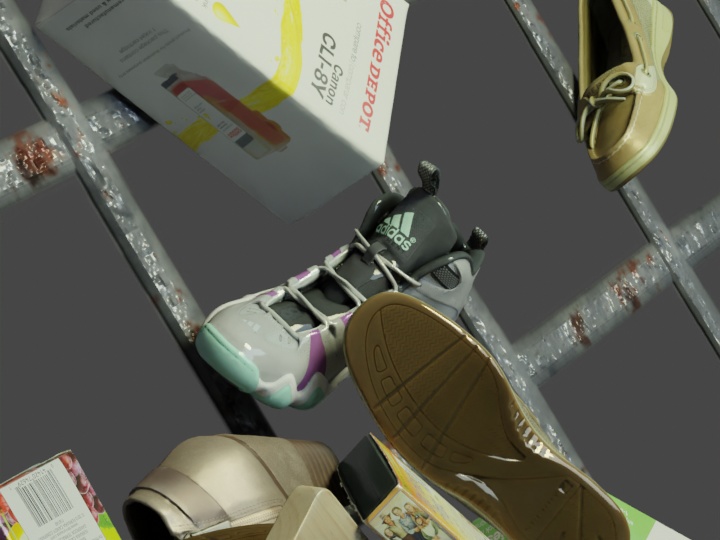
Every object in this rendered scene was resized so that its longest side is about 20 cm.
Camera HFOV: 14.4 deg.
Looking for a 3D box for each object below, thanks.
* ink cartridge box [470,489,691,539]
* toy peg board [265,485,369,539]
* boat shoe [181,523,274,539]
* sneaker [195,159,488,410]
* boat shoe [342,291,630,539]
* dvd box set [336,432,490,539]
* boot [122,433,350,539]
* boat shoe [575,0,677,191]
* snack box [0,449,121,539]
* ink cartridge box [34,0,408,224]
[{"bbox_3d":[0.140,0.238,1.617,0.145,0.084,0.200,31,44,-33],"label":"ink cartridge box"},{"bbox_3d":[0.011,0.242,1.346,0.200,0.098,0.199,54,53,-39],"label":"toy peg board"},{"bbox_3d":[-0.097,0.182,1.358,0.200,0.071,0.065,-26,111,-32],"label":"boat shoe"},{"bbox_3d":[0.000,0.000,1.561,0.078,0.140,0.200,41,23,23],"label":"sneaker"},{"bbox_3d":[0.062,0.091,1.539,0.200,0.072,0.065,44,-5,-11],"label":"boat shoe"},{"bbox_3d":[0.075,0.168,1.449,0.200,0.029,0.146,42,1,-10],"label":"dvd box set"},{"bbox_3d":[-0.042,0.176,1.464,0.146,0.070,0.200,-19,79,-48],"label":"boot"},{"bbox_3d":[0.172,-0.131,1.941,0.063,0.073,0.201,36,38,-19],"label":"boat shoe"},{"bbox_3d":[-0.146,0.202,1.219,0.068,0.169,0.200,-30,89,-54],"label":"snack box"},{"bbox_3d":[-0.073,-0.146,1.634,0.200,0.083,0.145,38,40,-27],"label":"ink cartridge box"}]
